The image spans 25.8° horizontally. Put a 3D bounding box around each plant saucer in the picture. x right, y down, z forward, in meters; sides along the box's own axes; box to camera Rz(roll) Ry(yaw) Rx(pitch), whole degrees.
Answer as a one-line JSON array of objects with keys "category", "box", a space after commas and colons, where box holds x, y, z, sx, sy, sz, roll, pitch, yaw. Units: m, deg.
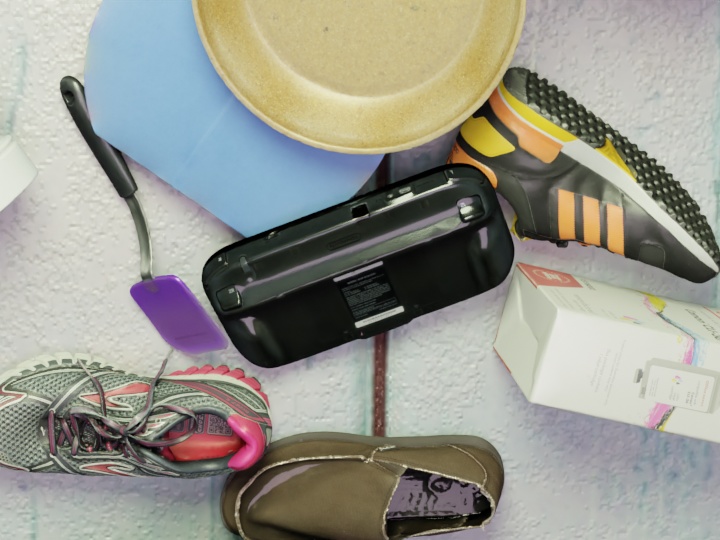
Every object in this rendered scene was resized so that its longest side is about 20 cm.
[{"category": "plant saucer", "box": [0.000, -0.169, 0.926, 0.198, 0.035, 0.202, 4, 114, 8]}]

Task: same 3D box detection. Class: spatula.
[{"category": "spatula", "box": [-0.146, -0.033, 1.012, 0.056, 0.021, 0.201, -13, 104, 43]}]

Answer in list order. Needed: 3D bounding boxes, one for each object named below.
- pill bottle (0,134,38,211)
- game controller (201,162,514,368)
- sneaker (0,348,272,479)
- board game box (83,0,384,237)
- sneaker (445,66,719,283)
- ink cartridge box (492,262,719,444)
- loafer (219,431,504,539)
[{"category": "pill bottle", "box": [-0.286, -0.111, 0.931, 0.111, 0.111, 0.201, -37, 106, 4]}, {"category": "game controller", "box": [0.000, 0.000, 1.018, 0.198, 0.042, 0.105, -20, 138, 7]}, {"category": "sneaker", "box": [-0.156, 0.098, 1.024, 0.198, 0.075, 0.081, -3, 106, -5]}, {"category": "board game box", "box": [-0.074, -0.120, 0.995, 0.199, 0.039, 0.158, 34, 105, -12]}, {"category": "sneaker", "box": [0.146, -0.044, 1.034, 0.199, 0.070, 0.090, 36, 117, -17]}, {"category": "ink cartridge box", "box": [0.199, 0.059, 1.036, 0.198, 0.117, 0.068, 13, 103, -11]}, {"category": "loafer", "box": [0.004, 0.150, 1.059, 0.198, 0.071, 0.074, -8, 106, -5]}]
